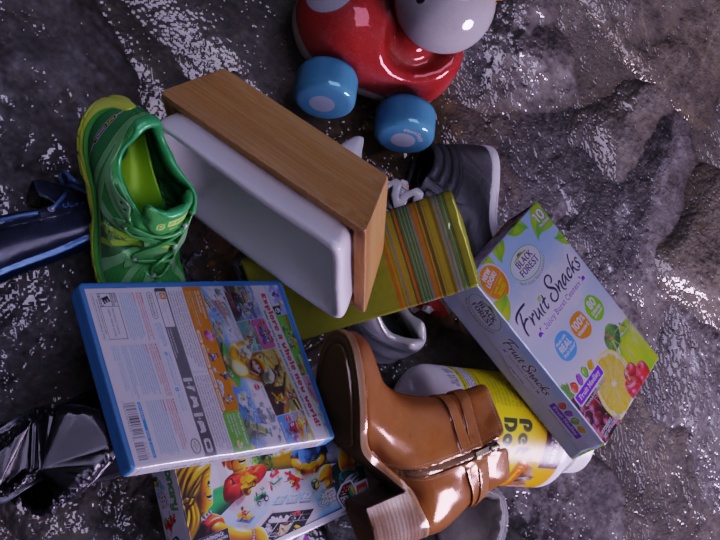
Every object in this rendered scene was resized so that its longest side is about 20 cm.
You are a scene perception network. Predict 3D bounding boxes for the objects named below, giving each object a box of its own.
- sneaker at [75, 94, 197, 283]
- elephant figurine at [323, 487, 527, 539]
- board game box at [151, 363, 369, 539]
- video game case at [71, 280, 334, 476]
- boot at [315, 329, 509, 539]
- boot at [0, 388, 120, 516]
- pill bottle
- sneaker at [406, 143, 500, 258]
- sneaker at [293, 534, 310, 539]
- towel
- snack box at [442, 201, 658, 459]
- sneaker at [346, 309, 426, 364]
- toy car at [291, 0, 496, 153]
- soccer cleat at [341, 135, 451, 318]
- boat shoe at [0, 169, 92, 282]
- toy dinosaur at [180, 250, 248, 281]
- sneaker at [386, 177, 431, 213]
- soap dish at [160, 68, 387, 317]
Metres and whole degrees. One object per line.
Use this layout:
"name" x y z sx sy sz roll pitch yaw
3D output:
"sneaker" -0.170 -0.034 0.887 0.074 0.083 0.203 -30 122 -36
"elephant figurine" 0.086 0.255 1.056 0.202 0.141 0.155 57 33 6
"board game box" -0.079 0.157 0.922 0.198 0.034 0.129 -14 90 -47
"video game case" -0.117 0.076 0.871 0.198 0.018 0.145 0 62 -46
"boot" 0.051 0.125 0.955 0.153 0.076 0.204 -20 101 -27
"boot" -0.212 0.134 0.869 0.197 0.167 0.078 -11 88 -31
"pill bottle" 0.131 0.154 1.102 0.197 0.109 0.112 8 78 -29
"sneaker" 0.089 -0.037 1.136 0.098 0.070 0.204 9 71 -27
"sneaker" -0.097 0.309 0.960 0.199 0.077 0.141 -36 100 -29
"towel" 0.000 0.000 0.991 0.197 0.018 0.088 -17 95 6
"snack box" 0.185 0.055 1.082 0.201 0.053 0.142 51 47 -4
"sneaker" -0.010 0.006 1.062 0.200 0.080 0.071 44 65 -16
"toy car" 0.049 -0.247 1.053 0.175 0.199 0.188 20 61 -26
"soccer cleat" 0.032 -0.040 1.100 0.200 0.068 0.085 47 74 -10
"boat shoe" -0.254 -0.045 0.925 0.198 0.084 0.070 -24 91 -33
"toy dinosaur" -0.123 0.026 1.013 0.197 0.047 0.090 -5 91 -28
"sneaker" -0.027 -0.063 1.020 0.197 0.075 0.082 24 91 9
"soap dish" -0.065 -0.063 0.921 0.198 0.158 0.082 34 69 14
